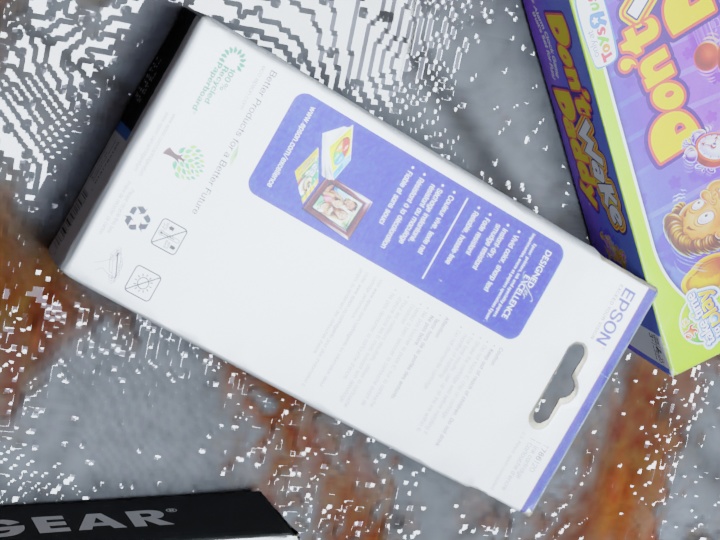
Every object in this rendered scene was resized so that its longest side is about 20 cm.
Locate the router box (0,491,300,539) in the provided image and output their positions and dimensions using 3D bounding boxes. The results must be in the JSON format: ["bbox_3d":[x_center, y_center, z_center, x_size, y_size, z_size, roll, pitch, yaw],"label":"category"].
[{"bbox_3d":[-0.125,0.160,0.682,0.198,0.051,0.151,-2,104,-20],"label":"router box"}]

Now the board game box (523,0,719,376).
[{"bbox_3d":[0.137,-0.081,0.719,0.133,0.045,0.202,-25,112,-13],"label":"board game box"}]

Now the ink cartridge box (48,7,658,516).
[{"bbox_3d":[0.000,0.000,0.687,0.199,0.039,0.100,30,92,-20],"label":"ink cartridge box"}]
